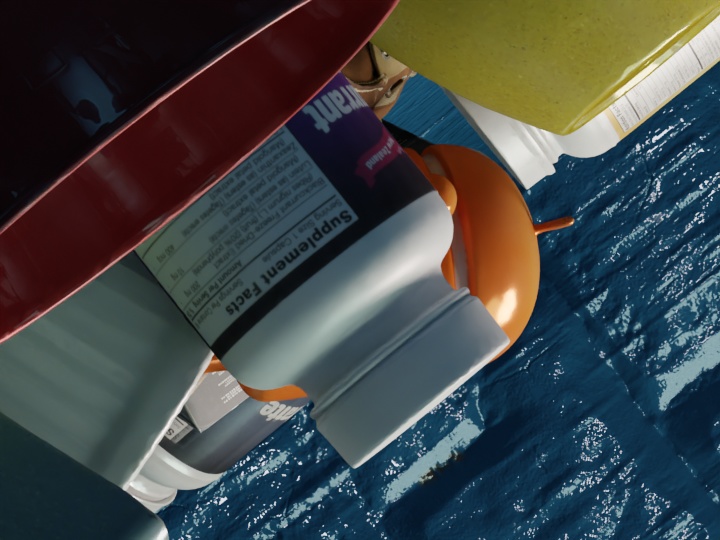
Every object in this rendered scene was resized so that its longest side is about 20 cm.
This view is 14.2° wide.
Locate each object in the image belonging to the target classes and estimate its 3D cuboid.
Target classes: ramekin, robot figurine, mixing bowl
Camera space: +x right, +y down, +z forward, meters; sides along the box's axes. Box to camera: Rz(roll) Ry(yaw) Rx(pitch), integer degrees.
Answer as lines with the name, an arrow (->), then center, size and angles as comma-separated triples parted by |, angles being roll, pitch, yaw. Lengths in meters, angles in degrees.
ramekin -> -0.141, 0.040, 1.259 | 0.201, 0.098, 0.200 | -52, -168, 16
robot figurine -> 0.000, 0.000, 1.405 | 0.200, 0.144, 0.117 | -8, -149, -12
mixing bowl -> -0.096, -0.063, 0.819 | 0.200, 0.108, 0.200 | -39, 176, -3

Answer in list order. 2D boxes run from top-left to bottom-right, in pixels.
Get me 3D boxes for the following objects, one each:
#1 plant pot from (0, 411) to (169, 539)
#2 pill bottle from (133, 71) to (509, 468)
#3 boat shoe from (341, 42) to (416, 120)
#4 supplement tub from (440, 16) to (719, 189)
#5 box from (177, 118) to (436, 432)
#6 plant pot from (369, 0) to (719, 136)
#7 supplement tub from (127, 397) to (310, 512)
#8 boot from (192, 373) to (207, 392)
plant pot -> -0.208, 0.164, 1.110 | 0.200, 0.196, 0.196 | -50, 160, -30
pill bottle -> -0.033, -0.023, 1.160 | 0.111, 0.200, 0.111 | -38, 176, -3
boat shoe -> -0.012, -0.107, 1.413 | 0.074, 0.076, 0.200 | -50, 177, 6
supplement tub -> 0.130, -0.153, 1.577 | 0.200, 0.145, 0.145 | -39, 176, 3
box -> -0.057, -0.012, 1.583 | 0.200, 0.050, 0.158 | -38, -146, -17
plant pot -> 0.085, -0.146, 1.280 | 0.200, 0.142, 0.200 | -39, 176, -4
supplement tub -> -0.097, 0.045, 1.788 | 0.200, 0.140, 0.140 | -40, 176, 16
boot -> -0.095, -0.004, 1.464 | 0.074, 0.075, 0.200 | 22, -101, 49
